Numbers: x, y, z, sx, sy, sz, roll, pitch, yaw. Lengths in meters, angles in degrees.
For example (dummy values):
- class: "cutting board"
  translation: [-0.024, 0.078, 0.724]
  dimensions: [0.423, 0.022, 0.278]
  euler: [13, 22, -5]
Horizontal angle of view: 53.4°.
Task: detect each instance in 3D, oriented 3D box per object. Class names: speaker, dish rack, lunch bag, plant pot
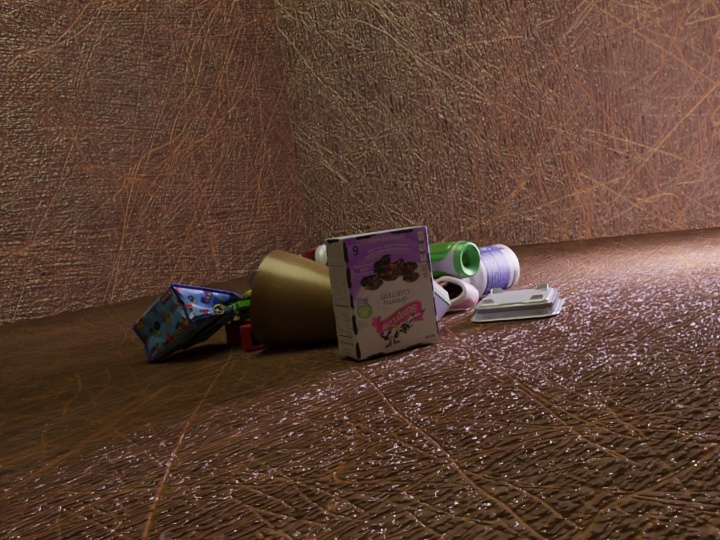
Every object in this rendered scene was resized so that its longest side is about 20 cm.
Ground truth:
- class: "speaker"
  translation: [0.170, -0.021, 1.611]
  dimensions: [0.088, 0.089, 0.199]
  euler: [-11, 6, -42]
- class: "dish rack"
  translation: [0.315, 0.062, 1.434]
  dimensions: [0.170, 0.044, 0.200]
  euler: [-5, 6, 19]
- class: "lunch bag"
  translation: [-0.340, 0.101, 1.483]
  dimensions: [0.150, 0.094, 0.199]
  euler: [-41, -19, 27]
- class: "plant pot"
  translation: [-0.083, 0.064, 1.385]
  dimensions: [0.198, 0.188, 0.186]
  euler: [7, 9, 18]

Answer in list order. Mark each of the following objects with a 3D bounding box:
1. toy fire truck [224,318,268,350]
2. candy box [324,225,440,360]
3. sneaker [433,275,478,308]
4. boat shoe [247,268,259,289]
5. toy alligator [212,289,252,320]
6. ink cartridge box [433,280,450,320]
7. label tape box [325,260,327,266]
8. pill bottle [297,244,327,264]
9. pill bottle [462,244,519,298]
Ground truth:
- class: "toy fire truck"
  translation: [-0.208, 0.124, 1.514]
  dimensions: [0.140, 0.049, 0.199]
  euler: [-4, 4, 36]
- class: "candy box"
  translation: [0.039, 0.035, 1.207]
  dimensions: [0.167, 0.202, 0.071]
  euler: [-10, 5, -30]
- class: "sneaker"
  translation: [0.151, 0.049, 1.563]
  dimensions: [0.199, 0.076, 0.105]
  euler: [-2, -11, 21]
- class: "boat shoe"
  translation: [-0.153, 0.058, 1.582]
  dimensions: [0.199, 0.073, 0.063]
  euler: [33, 15, 5]
- class: "toy alligator"
  translation: [-0.227, 0.080, 1.473]
  dimensions: [0.199, 0.059, 0.054]
  euler: [-11, -35, -44]
- class: "ink cartridge box"
  translation: [0.092, 0.039, 1.379]
  dimensions: [0.084, 0.145, 0.200]
  euler: [-51, -1, 7]
- class: "label tape box"
  translation: [0.000, 0.000, 1.531]
  dimensions: [0.143, 0.063, 0.201]
  euler: [-10, -40, -26]
- class: "pill bottle"
  translation: [-0.113, 0.004, 1.799]
  dimensions: [0.199, 0.114, 0.113]
  euler: [-22, -2, 23]
- class: "pill bottle"
  translation: [0.276, 0.008, 1.714]
  dimensions: [0.199, 0.121, 0.119]
  euler: [-11, 5, -40]
